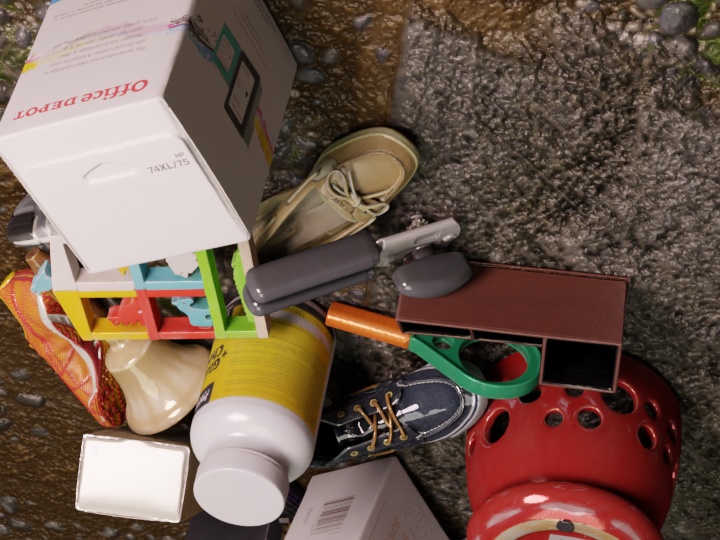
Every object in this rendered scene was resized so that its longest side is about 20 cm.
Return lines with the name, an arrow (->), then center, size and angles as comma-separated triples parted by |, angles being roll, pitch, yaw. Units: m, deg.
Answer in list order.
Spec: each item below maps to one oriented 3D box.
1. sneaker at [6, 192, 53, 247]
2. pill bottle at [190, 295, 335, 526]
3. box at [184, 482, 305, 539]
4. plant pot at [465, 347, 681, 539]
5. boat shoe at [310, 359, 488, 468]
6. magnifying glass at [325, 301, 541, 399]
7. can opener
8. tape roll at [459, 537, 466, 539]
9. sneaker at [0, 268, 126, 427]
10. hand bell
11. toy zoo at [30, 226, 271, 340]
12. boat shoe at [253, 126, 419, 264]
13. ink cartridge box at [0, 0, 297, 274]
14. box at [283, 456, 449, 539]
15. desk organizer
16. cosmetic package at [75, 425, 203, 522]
sneaker -> -0.204, -0.038, 1.536 | 0.199, 0.075, 0.116 | -20, 131, 28
pill bottle -> -0.089, 0.122, 1.583 | 0.111, 0.201, 0.112 | 6, 137, 6
box -> -0.113, 0.323, 1.798 | 0.122, 0.201, 0.106 | -21, 128, 30
plant pot -> 0.187, 0.195, 1.615 | 0.199, 0.183, 0.201 | 8, 137, 8
boat shoe -> 0.023, 0.139, 1.629 | 0.200, 0.091, 0.071 | -23, 87, 42
magnifying glass -> 0.066, 0.066, 1.592 | 0.199, 0.080, 0.022 | 17, 132, 10
can opener -> 0.000, 0.000, 1.490 | 0.199, 0.067, 0.053 | -14, 155, -17
tape roll -> 0.165, 0.350, 1.886 | 0.201, 0.037, 0.203 | 6, 137, 6
sneaker -> -0.270, 0.069, 1.680 | 0.077, 0.073, 0.201 | 8, 136, 36
hand bell -> -0.233, 0.048, 1.612 | 0.104, 0.104, 0.200 | -21, 126, 31
toy zoo -> -0.183, 0.009, 1.516 | 0.199, 0.021, 0.132 | -1, 136, 8
boat shoe -> -0.029, -0.050, 1.490 | 0.200, 0.063, 0.073 | -29, 124, 35
ink cartridge box -> -0.156, -0.127, 1.337 | 0.146, 0.201, 0.146 | -11, 133, 23
box -> 0.019, 0.315, 1.768 | 0.106, 0.153, 0.201 | -17, 116, 30
desk organizer -> 0.130, 0.046, 1.545 | 0.199, 0.077, 0.072 | 6, 137, 7
cosmetic package -> -0.195, 0.191, 1.692 | 0.104, 0.072, 0.200 | 6, 179, 8
